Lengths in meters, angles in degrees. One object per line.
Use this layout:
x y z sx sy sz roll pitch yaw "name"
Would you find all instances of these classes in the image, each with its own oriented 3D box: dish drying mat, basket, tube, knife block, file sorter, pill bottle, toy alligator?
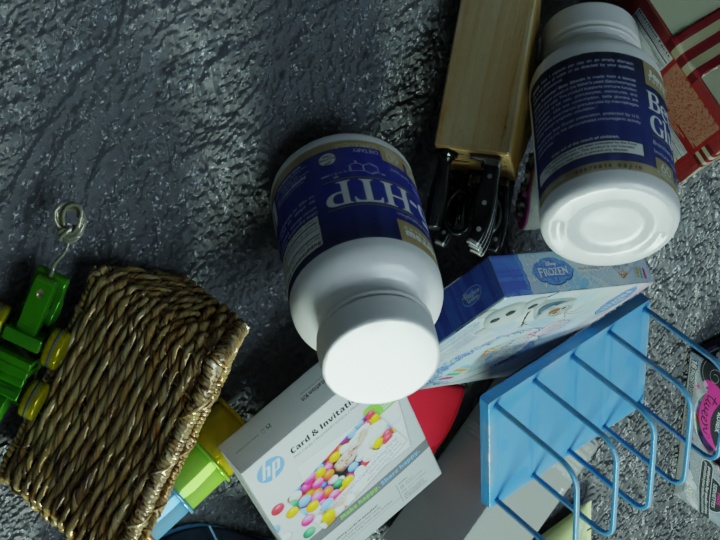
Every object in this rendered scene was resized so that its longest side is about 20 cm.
0.017 0.126 1.673 0.199 0.018 0.077 15 104 -46 "dish drying mat"
-0.152 0.117 1.403 0.142 0.149 0.201 11 108 -56 "basket"
0.172 0.317 1.920 0.199 0.052 0.058 -31 174 -29 "tube"
0.097 -0.119 1.491 0.176 0.063 0.201 -66 160 -55 "knife block"
0.221 0.146 1.664 0.199 0.123 0.139 -30 139 -26 "file sorter"
0.000 0.000 1.422 0.119 0.201 0.120 -7 134 -7 "pill bottle"
-0.240 0.039 1.359 0.054 0.059 0.201 -60 174 -80 "toy alligator"
0.192 -0.114 1.482 0.110 0.201 0.111 -1 145 -1 "pill bottle"

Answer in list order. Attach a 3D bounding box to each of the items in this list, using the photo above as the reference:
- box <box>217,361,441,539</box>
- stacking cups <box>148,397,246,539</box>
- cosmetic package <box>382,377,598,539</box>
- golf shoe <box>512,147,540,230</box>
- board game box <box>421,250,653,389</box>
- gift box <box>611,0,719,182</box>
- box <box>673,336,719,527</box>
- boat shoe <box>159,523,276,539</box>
-0.021 0.160 1.559 0.156 0.041 0.201 -39 141 -12 "box"
-0.167 0.193 1.513 0.200 0.060 0.061 -44 137 -12 "stacking cups"
0.125 0.214 1.778 0.201 0.090 0.107 -57 140 -3 "cosmetic package"
0.193 -0.104 1.588 0.076 0.091 0.201 96 12 -53 "golf shoe"
0.120 0.044 1.610 0.198 0.044 0.200 -4 155 -44 "board game box"
0.320 -0.208 1.600 0.186 0.200 0.185 -32 89 -12 "gift box"
0.431 0.172 2.012 0.132 0.115 0.201 -23 129 -31 "box"
-0.109 0.262 1.605 0.199 0.069 0.085 3 113 -44 "boat shoe"
